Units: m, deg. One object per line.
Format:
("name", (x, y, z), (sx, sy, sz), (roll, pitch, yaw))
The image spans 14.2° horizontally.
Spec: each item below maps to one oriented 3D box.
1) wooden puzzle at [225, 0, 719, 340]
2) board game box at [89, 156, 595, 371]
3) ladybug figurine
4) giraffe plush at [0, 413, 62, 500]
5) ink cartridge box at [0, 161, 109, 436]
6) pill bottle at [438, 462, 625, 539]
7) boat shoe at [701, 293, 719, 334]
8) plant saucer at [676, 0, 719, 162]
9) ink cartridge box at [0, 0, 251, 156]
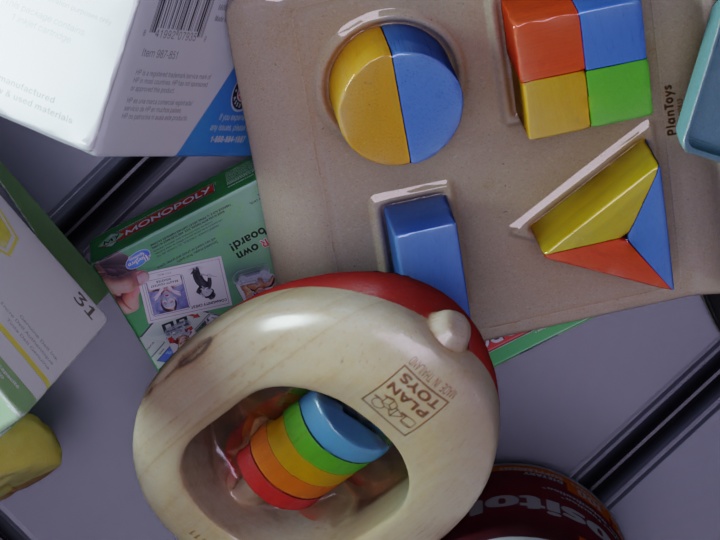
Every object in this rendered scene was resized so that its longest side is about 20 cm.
("wooden puzzle", (0.056, -0.045, 1.202), (0.200, 0.046, 0.185), (-10, 121, 0))
("board game box", (0.000, 0.000, 1.269), (0.200, 0.029, 0.135), (-26, 115, 5))
("ladybug figurine", (-0.013, 0.060, 1.209), (0.136, 0.072, 0.200), (42, 135, -15))
("giraffe plush", (-0.242, 0.037, 1.235), (0.173, 0.200, 0.162), (-23, 78, 0))
("ink cartridge box", (-0.166, -0.021, 1.197), (0.048, 0.200, 0.146), (-37, 98, 25))
("pill bottle", (0.066, 0.157, 1.226), (0.113, 0.200, 0.113), (0, 101, 1))
("boat shoe", (0.180, -0.028, 1.262), (0.074, 0.063, 0.201), (-14, 101, 1))
("plant saucer", (0.213, -0.061, 1.222), (0.200, 0.019, 0.070), (16, 91, -36))
("ink cartridge box", (-0.078, -0.154, 1.194), (0.084, 0.145, 0.200), (23, 101, 23))
